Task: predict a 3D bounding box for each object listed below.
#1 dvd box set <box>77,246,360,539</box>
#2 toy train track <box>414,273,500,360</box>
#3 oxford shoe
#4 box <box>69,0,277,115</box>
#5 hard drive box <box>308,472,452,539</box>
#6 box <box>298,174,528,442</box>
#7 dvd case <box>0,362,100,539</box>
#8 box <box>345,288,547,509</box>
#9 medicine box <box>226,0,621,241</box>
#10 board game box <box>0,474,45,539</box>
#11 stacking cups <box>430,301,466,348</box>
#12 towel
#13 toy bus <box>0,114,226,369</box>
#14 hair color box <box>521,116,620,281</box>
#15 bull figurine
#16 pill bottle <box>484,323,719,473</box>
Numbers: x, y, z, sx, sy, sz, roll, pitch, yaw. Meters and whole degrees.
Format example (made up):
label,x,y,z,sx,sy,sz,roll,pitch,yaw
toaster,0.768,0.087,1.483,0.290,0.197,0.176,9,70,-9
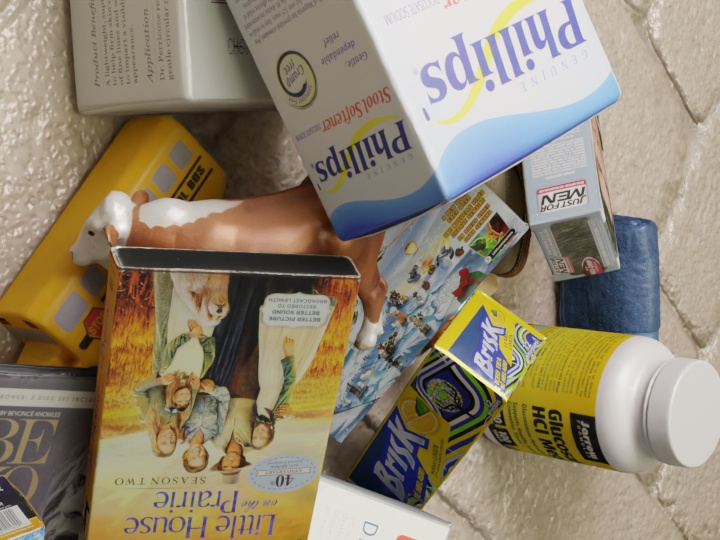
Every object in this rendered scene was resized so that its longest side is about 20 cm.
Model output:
label,x,y,z,sx,sy,sz,roll,pitch,yaw
dvd box set,-0.087,0.085,0.742,0.144,0.029,0.203,3,115,-21
toy train track,0.047,0.048,1.015,0.199,0.032,0.116,-34,105,-45
oxford shoe,0.089,-0.090,1.036,0.074,0.070,0.204,-14,92,-39
box,-0.078,-0.206,0.818,0.198,0.129,0.203,-8,99,-44
hard drive box,-0.058,0.211,0.855,0.197,0.077,0.158,22,80,-20
box,0.000,0.000,0.841,0.137,0.040,0.200,40,95,-27
dvd case,-0.194,0.149,0.755,0.147,0.016,0.203,8,111,-43
box,0.058,0.106,0.918,0.064,0.201,0.070,36,50,7
medicine box,0.034,-0.150,0.739,0.181,0.102,0.202,-31,97,-39
board game box,-0.272,0.218,0.671,0.198,0.056,0.168,-14,127,-41
stacking cups,0.066,0.016,0.981,0.060,0.060,0.204,-6,87,-43
towel,0.227,0.051,1.143,0.048,0.111,0.204,-7,98,-33
toy bus,-0.163,0.003,0.796,0.078,0.065,0.202,47,62,-34
hair color box,0.169,-0.106,1.040,0.099,0.060,0.203,53,31,-56
bull figurine,-0.073,0.000,0.760,0.196,0.065,0.123,-11,117,-13
pill bottle,0.200,0.109,1.061,0.111,0.198,0.115,-3,95,-42
